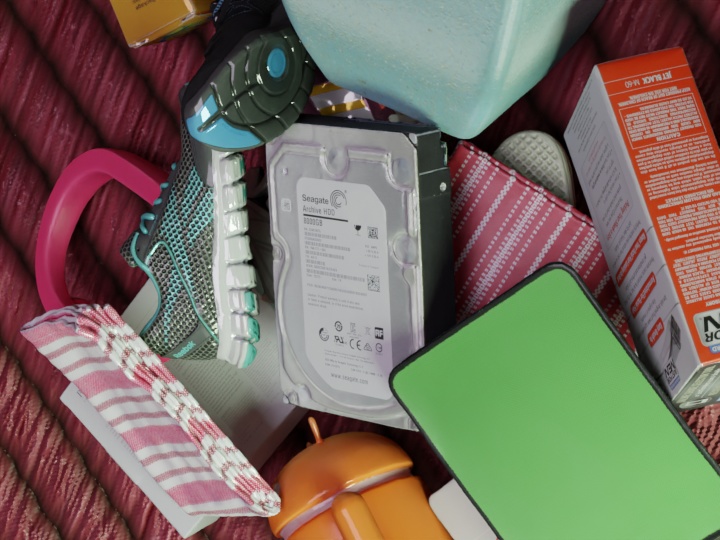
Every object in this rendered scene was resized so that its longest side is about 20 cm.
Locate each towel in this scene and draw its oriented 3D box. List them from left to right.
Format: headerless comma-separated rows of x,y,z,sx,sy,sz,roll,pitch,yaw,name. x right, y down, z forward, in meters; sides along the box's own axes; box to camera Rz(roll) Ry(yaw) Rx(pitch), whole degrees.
-0.152,0.105,1.540,0.200,0.030,0.146,50,157,-13,towel
0.117,0.022,1.438,0.200,0.022,0.145,33,112,7,towel

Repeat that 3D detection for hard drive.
0.000,0.000,1.438,0.140,0.038,0.200,10,107,42,hard drive

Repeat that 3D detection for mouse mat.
0.126,0.109,1.362,0.161,0.008,0.200,-35,92,32,mouse mat

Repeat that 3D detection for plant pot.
0.061,-0.206,1.392,0.196,0.196,0.200,25,132,22,plant pot

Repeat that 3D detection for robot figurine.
0.007,0.200,1.535,0.117,0.144,0.200,-37,73,32,robot figurine

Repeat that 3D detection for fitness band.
-0.176,-0.010,1.607,0.200,0.037,0.144,33,106,48,fitness band

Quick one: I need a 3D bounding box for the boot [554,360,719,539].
0.135,0.143,1.403,0.138,0.077,0.200,-37,94,15,boot

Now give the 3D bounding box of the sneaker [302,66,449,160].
0.011,-0.110,1.503,0.200,0.075,0.090,36,117,15,sneaker

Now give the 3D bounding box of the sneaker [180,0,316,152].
-0.069,-0.147,1.446,0.082,0.200,0.073,9,131,30,sneaker

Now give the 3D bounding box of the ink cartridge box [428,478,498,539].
0.153,0.201,1.499,0.117,0.067,0.200,-41,81,29,ink cartridge box

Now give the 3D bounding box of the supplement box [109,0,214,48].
-0.164,-0.265,1.570,0.067,0.069,0.200,-22,89,32,supplement box

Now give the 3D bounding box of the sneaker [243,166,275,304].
-0.019,0.006,1.533,0.200,0.075,0.081,29,74,25,sneaker

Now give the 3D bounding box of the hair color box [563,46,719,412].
0.192,-0.023,1.344,0.064,0.111,0.200,-12,72,-10,hair color box

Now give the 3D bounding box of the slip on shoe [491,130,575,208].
0.113,0.002,1.477,0.074,0.061,0.200,4,106,17,slip on shoe

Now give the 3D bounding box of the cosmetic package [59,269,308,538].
-0.117,0.079,1.632,0.151,0.052,0.200,46,119,11,cosmetic package

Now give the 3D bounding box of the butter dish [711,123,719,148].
0.310,-0.003,1.326,0.148,0.199,0.200,-13,96,-11,butter dish

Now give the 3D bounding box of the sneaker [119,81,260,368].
-0.121,-0.030,1.489,0.091,0.078,0.200,-5,86,2,sneaker
